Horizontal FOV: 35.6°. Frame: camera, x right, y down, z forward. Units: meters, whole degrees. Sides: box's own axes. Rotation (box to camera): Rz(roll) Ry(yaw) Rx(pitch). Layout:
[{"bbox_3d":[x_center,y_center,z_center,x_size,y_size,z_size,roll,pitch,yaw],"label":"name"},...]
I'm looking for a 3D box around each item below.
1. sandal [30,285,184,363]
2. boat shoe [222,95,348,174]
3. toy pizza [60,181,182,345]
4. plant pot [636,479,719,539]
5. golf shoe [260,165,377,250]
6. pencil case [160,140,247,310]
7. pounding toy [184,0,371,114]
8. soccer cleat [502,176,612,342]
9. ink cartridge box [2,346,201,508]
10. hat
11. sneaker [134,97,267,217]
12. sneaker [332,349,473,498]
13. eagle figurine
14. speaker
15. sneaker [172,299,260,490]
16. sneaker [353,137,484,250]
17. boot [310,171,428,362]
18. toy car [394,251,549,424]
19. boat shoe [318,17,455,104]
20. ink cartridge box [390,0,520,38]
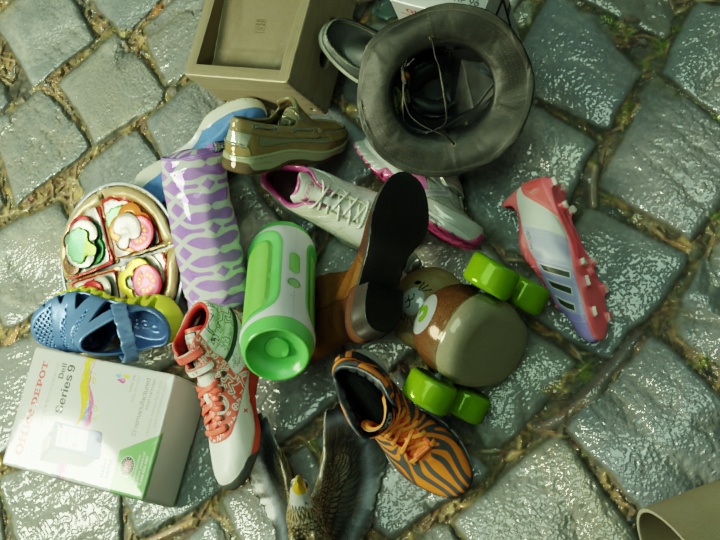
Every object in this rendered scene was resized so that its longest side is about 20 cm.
[{"bbox_3d":[-0.311,0.068,1.326,0.198,0.087,0.080,-3,113,23],"label":"sandal"},{"bbox_3d":[-0.079,-0.164,1.302,0.071,0.199,0.077,15,112,30],"label":"boat shoe"},{"bbox_3d":[-0.300,-0.007,1.374,0.198,0.032,0.203,2,94,29],"label":"toy pizza"},{"bbox_3d":[0.392,0.258,1.036,0.198,0.188,0.188,-27,66,-7],"label":"plant pot"},{"bbox_3d":[-0.032,-0.075,1.311,0.198,0.091,0.076,21,92,23],"label":"golf shoe"},{"bbox_3d":[-0.179,-0.049,1.310,0.083,0.085,0.203,-1,103,27],"label":"pencil case"},{"bbox_3d":[-0.083,-0.303,1.396,0.182,0.142,0.202,10,80,29],"label":"pounding toy"},{"bbox_3d":[0.216,-0.008,1.233,0.076,0.066,0.202,-27,66,28],"label":"soccer cleat"},{"bbox_3d":[-0.302,0.183,1.323,0.198,0.087,0.147,9,77,22],"label":"ink cartridge box"},{"bbox_3d":[0.098,-0.200,1.245,0.198,0.081,0.203,4,103,16],"label":"hat"},{"bbox_3d":[-0.182,-0.117,1.384,0.199,0.077,0.112,-34,62,8],"label":"sneaker"},{"bbox_3d":[0.037,0.171,1.177,0.200,0.112,0.078,43,96,3],"label":"sneaker"},{"bbox_3d":[-0.058,0.252,1.217,0.150,0.151,0.201,23,40,-15],"label":"eagle figurine"},{"bbox_3d":[-0.090,0.030,1.256,0.088,0.089,0.201,-19,34,12],"label":"speaker"},{"bbox_3d":[-0.163,0.132,1.235,0.067,0.108,0.204,-19,55,38],"label":"sneaker"},{"bbox_3d":[0.080,-0.108,1.294,0.088,0.081,0.200,-43,66,3],"label":"sneaker"},{"bbox_3d":[0.000,0.000,1.251,0.068,0.200,0.191,12,75,-21],"label":"boot"},{"bbox_3d":[0.073,0.043,1.221,0.199,0.157,0.166,31,95,35],"label":"toy car"},{"bbox_3d":[0.044,-0.240,1.314,0.199,0.068,0.072,31,76,-2],"label":"boat shoe"},{"bbox_3d":[0.107,-0.293,1.278,0.115,0.200,0.068,17,76,22],"label":"ink cartridge box"}]
